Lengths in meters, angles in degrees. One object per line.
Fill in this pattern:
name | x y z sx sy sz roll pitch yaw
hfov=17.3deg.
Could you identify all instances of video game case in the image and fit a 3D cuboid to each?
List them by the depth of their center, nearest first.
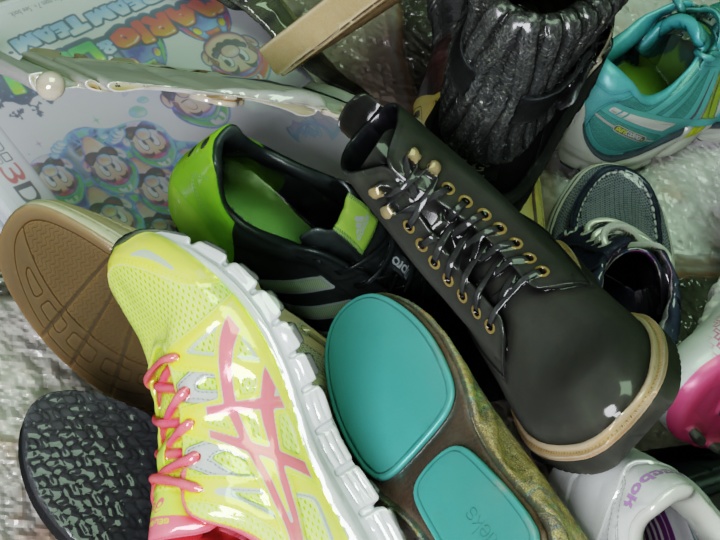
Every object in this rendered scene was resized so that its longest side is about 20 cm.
video game case | -0.113 -0.076 1.191 0.199 0.024 0.182 -24 64 -35

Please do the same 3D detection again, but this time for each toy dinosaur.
toy dinosaur | -0.054 -0.160 1.244 0.200 0.048 0.088 40 39 1

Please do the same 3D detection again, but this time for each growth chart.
growth chart | -0.081 -0.088 1.134 0.199 0.018 0.145 6 9 -16

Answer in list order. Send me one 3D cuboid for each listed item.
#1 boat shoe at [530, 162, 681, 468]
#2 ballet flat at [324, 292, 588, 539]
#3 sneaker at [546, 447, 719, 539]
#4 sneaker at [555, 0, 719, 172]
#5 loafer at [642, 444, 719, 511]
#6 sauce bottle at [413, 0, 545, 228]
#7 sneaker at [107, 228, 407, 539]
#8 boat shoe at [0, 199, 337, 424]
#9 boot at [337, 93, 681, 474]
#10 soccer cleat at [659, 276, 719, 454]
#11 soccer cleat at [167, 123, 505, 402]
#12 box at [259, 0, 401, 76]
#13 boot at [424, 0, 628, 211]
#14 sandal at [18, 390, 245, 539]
boat shoe | 0.132 0.002 1.170 0.074 0.093 0.201 16 48 -7
ballet flat | 0.042 0.087 1.010 0.070 0.071 0.200 -5 35 -24
sneaker | 0.141 0.168 0.995 0.075 0.100 0.201 -30 103 -19
sneaker | 0.184 -0.113 1.295 0.199 0.080 0.078 -28 65 -37
loafer | 0.123 0.132 1.086 0.199 0.073 0.073 -18 100 -28
sauce bottle | 0.060 -0.072 1.226 0.066 0.066 0.201 10 47 -12
sneaker | -0.059 0.075 0.987 0.090 0.078 0.201 -28 82 -26
boat shoe | -0.075 0.028 1.087 0.199 0.072 0.065 33 32 -3
boot | 0.052 0.002 1.016 0.138 0.077 0.200 44 1 -21
soccer cleat | 0.186 0.032 1.129 0.199 0.070 0.086 -8 47 -49
soccer cleat | 0.000 0.000 1.114 0.199 0.081 0.068 30 64 -8
box | 0.059 -0.174 1.162 0.021 0.200 0.163 55 40 -3
boot | 0.091 -0.135 1.137 0.079 0.158 0.212 18 49 2
sandal | -0.071 0.129 1.029 0.200 0.045 0.075 37 52 -8
